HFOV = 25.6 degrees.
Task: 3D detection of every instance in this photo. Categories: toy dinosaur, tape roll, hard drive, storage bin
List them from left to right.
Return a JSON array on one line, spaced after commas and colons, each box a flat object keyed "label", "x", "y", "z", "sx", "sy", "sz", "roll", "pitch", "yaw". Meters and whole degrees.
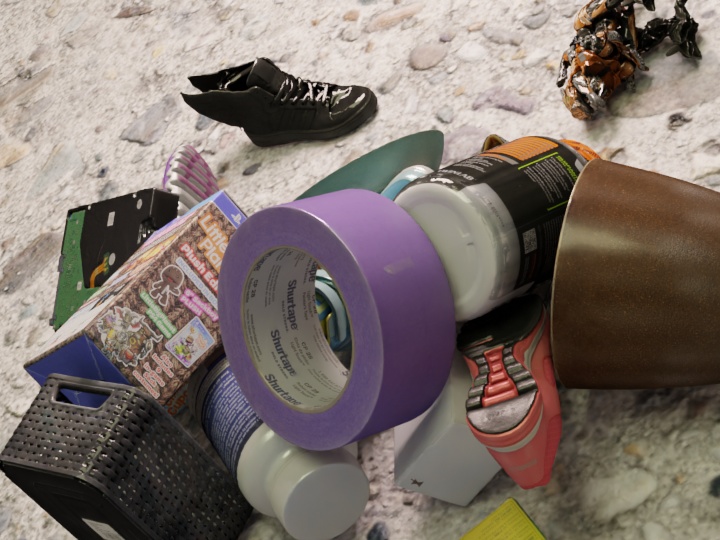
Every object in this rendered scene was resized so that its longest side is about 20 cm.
[{"label": "hard drive", "x": -0.259, "y": -0.005, "z": 1.662, "sx": 0.199, "sy": 0.038, "sz": 0.141, "roll": -9, "pitch": 70, "yaw": 52}, {"label": "storage bin", "x": -0.203, "y": 0.189, "z": 1.388, "sx": 0.135, "sy": 0.200, "sz": 0.094, "roll": 5, "pitch": 54, "yaw": 38}, {"label": "tape roll", "x": -0.022, "y": 0.039, "z": 1.286, "sx": 0.085, "sy": 0.201, "sz": 0.199, "roll": -16, "pitch": 23, "yaw": -41}, {"label": "toy dinosaur", "x": 0.249, "y": -0.241, "z": 1.557, "sx": 0.135, "sy": 0.102, "sz": 0.201, "roll": -19, "pitch": 63, "yaw": 44}]

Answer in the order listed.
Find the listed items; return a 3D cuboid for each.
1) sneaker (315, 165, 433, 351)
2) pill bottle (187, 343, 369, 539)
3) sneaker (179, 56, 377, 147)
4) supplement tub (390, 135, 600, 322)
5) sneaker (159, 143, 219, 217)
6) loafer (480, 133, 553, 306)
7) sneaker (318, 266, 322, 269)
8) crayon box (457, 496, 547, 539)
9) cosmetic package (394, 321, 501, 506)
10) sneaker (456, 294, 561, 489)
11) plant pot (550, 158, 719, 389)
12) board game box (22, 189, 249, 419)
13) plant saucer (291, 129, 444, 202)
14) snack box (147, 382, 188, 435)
[{"label": "sneaker", "x": 0.000, "y": 0.000, "z": 1.421, "sx": 0.079, "sy": 0.130, "sz": 0.201, "roll": 36, "pitch": 116, "yaw": 22}, {"label": "pill bottle", "x": -0.070, "y": 0.147, "z": 1.401, "sx": 0.111, "sy": 0.111, "sz": 0.200, "roll": -39, "pitch": 40, "yaw": -2}, {"label": "sneaker", "x": -0.089, "y": -0.190, "z": 1.737, "sx": 0.199, "sy": 0.104, "sz": 0.060, "roll": -10, "pitch": 47, "yaw": 29}, {"label": "supplement tub", "x": 0.123, "y": -0.041, "z": 1.326, "sx": 0.122, "sy": 0.123, "sz": 0.199, "roll": 8, "pitch": 21, "yaw": 40}, {"label": "sneaker", "x": -0.210, "y": -0.051, "z": 1.720, "sx": 0.088, "sy": 0.080, "sz": 0.201, "roll": -22, "pitch": 43, "yaw": 28}, {"label": "loafer", "x": 0.134, "y": -0.040, "z": 1.459, "sx": 0.072, "sy": 0.072, "sz": 0.201, "roll": -22, "pitch": 43, "yaw": 16}, {"label": "sneaker", "x": 0.032, "y": -0.021, "z": 1.524, "sx": 0.199, "sy": 0.079, "sz": 0.077, "roll": -27, "pitch": 9, "yaw": 25}, {"label": "crayon box", "x": 0.121, "y": 0.279, "z": 1.185, "sx": 0.127, "sy": 0.051, "sz": 0.200, "roll": -38, "pitch": 40, "yaw": 0}, {"label": "cosmetic package", "x": 0.081, "y": 0.085, "z": 1.350, "sx": 0.102, "sy": 0.071, "sz": 0.201, "roll": -53, "pitch": 25, "yaw": 42}, {"label": "sneaker", "x": 0.122, "y": 0.097, "z": 1.256, "sx": 0.073, "sy": 0.087, "sz": 0.201, "roll": -17, "pitch": 28, "yaw": 18}, {"label": "plant pot", "x": 0.271, "y": 0.015, "z": 1.250, "sx": 0.199, "sy": 0.187, "sz": 0.188, "roll": 8, "pitch": 56, "yaw": 21}, {"label": "board game box", "x": -0.188, "y": 0.042, "z": 1.463, "sx": 0.200, "sy": 0.097, "sz": 0.159, "roll": -49, "pitch": 13, "yaw": -32}, {"label": "plant saucer", "x": 0.002, "y": -0.067, "z": 1.529, "sx": 0.199, "sy": 0.200, "sz": 0.036, "roll": -32, "pitch": 81, "yaw": 7}, {"label": "snack box", "x": -0.168, "y": 0.069, "z": 1.602, "sx": 0.200, "sy": 0.037, "sz": 0.116, "roll": -38, "pitch": 39, "yaw": -1}]
